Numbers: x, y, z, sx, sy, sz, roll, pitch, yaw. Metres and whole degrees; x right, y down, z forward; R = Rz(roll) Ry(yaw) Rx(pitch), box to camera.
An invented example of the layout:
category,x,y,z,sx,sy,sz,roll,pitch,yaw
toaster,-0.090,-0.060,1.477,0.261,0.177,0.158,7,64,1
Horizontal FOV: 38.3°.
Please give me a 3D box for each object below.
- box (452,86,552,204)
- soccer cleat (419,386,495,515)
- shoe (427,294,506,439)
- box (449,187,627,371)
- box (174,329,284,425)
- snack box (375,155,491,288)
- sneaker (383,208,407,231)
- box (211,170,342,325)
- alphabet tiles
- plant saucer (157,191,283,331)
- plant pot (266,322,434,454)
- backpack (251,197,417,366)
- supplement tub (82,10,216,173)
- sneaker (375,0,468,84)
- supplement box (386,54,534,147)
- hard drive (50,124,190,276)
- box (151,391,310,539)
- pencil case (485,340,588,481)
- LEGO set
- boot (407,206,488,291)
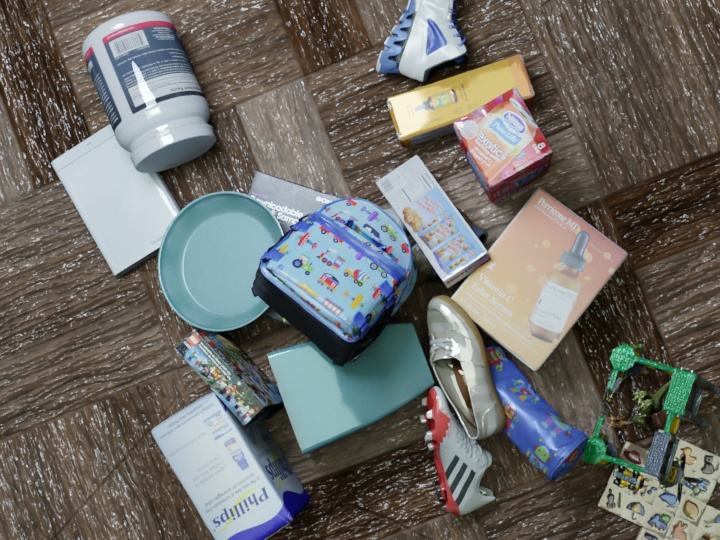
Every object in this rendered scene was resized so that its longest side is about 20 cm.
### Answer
category,x,y,z,sx,sy,sz,roll,pitch,yaw
box,0.192,-0.163,1.392,0.095,0.200,0.100,-29,83,6
soccer cleat,0.135,0.244,1.420,0.085,0.069,0.200,-13,109,-3
shoe,0.132,0.129,1.370,0.053,0.070,0.200,-20,85,-39
box,0.240,0.014,1.422,0.152,0.106,0.200,38,92,8
box,-0.170,0.144,1.415,0.038,0.200,0.137,-43,83,0
snack box,0.097,-0.070,1.422,0.072,0.024,0.200,-33,56,2
sneaker,0.000,0.000,1.477,0.200,0.074,0.116,-32,115,-16
box,-0.116,-0.031,1.504,0.143,0.036,0.200,18,87,8
alphabet tiles,0.439,0.322,1.428,0.200,0.008,0.167,24,90,8
plant saucer,-0.191,-0.012,1.476,0.200,0.036,0.200,-3,81,18
plant pot,-0.008,0.149,1.429,0.200,0.141,0.141,-20,84,-2
backpack,-0.015,-0.007,1.342,0.183,0.135,0.200,40,64,9
supplement tub,-0.301,-0.256,1.488,0.140,0.140,0.200,-24,84,5
sneaker,0.116,-0.351,1.482,0.115,0.081,0.199,27,97,4
supplement box,0.142,-0.239,1.472,0.200,0.069,0.067,-17,84,4
hard drive,-0.356,-0.110,1.542,0.132,0.027,0.200,-31,84,4
box,-0.171,0.270,1.416,0.105,0.184,0.200,-32,84,2
pencil case,0.219,0.190,1.405,0.200,0.087,0.078,46,125,26
LEGO set,0.397,0.204,1.404,0.154,0.116,0.200,4,76,39
boot,0.093,0.000,1.445,0.097,0.075,0.200,29,89,30
